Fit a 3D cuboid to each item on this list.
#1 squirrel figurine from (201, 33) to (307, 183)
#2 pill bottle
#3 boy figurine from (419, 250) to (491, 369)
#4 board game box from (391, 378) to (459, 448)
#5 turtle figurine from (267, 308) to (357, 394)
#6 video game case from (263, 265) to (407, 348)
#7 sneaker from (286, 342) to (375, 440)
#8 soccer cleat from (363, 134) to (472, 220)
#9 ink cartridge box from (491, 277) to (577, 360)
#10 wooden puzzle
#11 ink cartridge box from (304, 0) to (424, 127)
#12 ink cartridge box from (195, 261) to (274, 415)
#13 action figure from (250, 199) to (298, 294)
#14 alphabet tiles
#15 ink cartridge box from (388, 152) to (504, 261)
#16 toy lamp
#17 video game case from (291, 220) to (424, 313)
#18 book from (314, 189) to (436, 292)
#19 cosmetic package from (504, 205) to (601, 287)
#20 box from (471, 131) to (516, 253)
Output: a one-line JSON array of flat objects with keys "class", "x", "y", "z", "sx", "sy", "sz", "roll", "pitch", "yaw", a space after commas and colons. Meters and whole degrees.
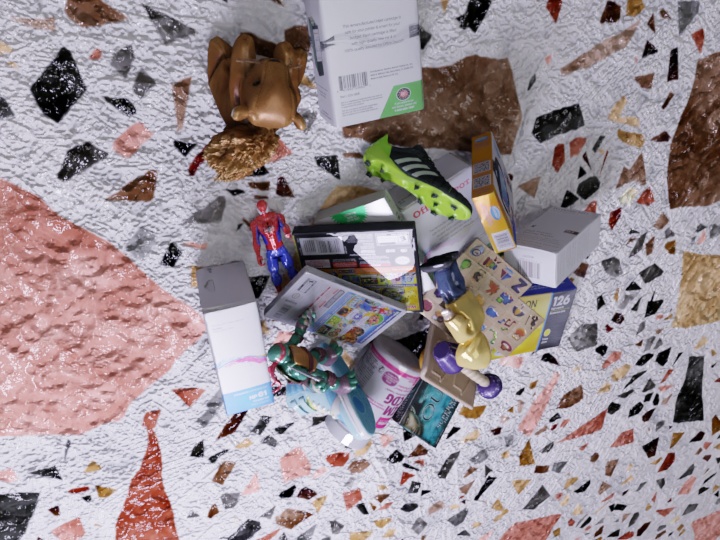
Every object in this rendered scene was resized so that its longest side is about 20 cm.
[{"class": "squirrel figurine", "x": -0.135, "y": -0.209, "z": 0.813, "sx": 0.141, "sy": 0.187, "sz": 0.200, "roll": 7, "pitch": 113, "yaw": -26}, {"class": "pill bottle", "x": 0.024, "y": 0.236, "z": 1.158, "sx": 0.113, "sy": 0.113, "sz": 0.200, "roll": 26, "pitch": 105, "yaw": -31}, {"class": "boy figurine", "x": 0.166, "y": 0.068, "z": 1.002, "sx": 0.064, "sy": 0.124, "sz": 0.200, "roll": -14, "pitch": 104, "yaw": 30}, {"class": "board game box", "x": 0.155, "y": 0.242, "z": 1.219, "sx": 0.135, "sy": 0.028, "sz": 0.200, "roll": 41, "pitch": 73, "yaw": -36}, {"class": "turtle figurine", "x": -0.087, "y": 0.141, "z": 0.978, "sx": 0.101, "sy": 0.150, "sz": 0.200, "roll": -24, "pitch": 150, "yaw": 21}, {"class": "video game case", "x": -0.042, "y": 0.068, "z": 1.019, "sx": 0.200, "sy": 0.018, "sz": 0.143, "roll": 22, "pitch": 135, "yaw": -27}, {"class": "sneaker", "x": -0.062, "y": 0.245, "z": 1.092, "sx": 0.131, "sy": 0.200, "sz": 0.080, "roll": -41, "pitch": 144, "yaw": 12}, {"class": "soccer cleat", "x": 0.097, "y": -0.150, "z": 0.949, "sx": 0.081, "sy": 0.200, "sz": 0.068, "roll": -52, "pitch": 164, "yaw": -21}, {"class": "ink cartridge box", "x": 0.354, "y": 0.079, "z": 1.245, "sx": 0.197, "sy": 0.047, "sz": 0.200, "roll": -6, "pitch": 120, "yaw": -26}, {"class": "wooden puzzle", "x": 0.172, "y": 0.149, "z": 1.160, "sx": 0.200, "sy": 0.046, "sz": 0.186, "roll": 39, "pitch": 55, "yaw": -42}, {"class": "ink cartridge box", "x": 0.006, "y": -0.326, "z": 0.872, "sx": 0.146, "sy": 0.084, "sz": 0.200, "roll": -15, "pitch": 121, "yaw": -15}, {"class": "ink cartridge box", "x": -0.203, "y": 0.106, "z": 0.976, "sx": 0.084, "sy": 0.145, "sz": 0.200, "roll": -13, "pitch": 120, "yaw": -13}, {"class": "action figure", "x": -0.131, "y": -0.015, "z": 0.973, "sx": 0.065, "sy": 0.099, "sz": 0.200, "roll": -17, "pitch": 119, "yaw": -4}, {"class": "alphabet tiles", "x": 0.221, "y": 0.063, "z": 1.067, "sx": 0.200, "sy": 0.008, "sz": 0.167, "roll": 38, "pitch": 107, "yaw": -13}, {"class": "ink cartridge box", "x": 0.151, "y": -0.081, "z": 1.060, "sx": 0.145, "sy": 0.088, "sz": 0.200, "roll": -34, "pitch": 125, "yaw": -3}, {"class": "toy lamp", "x": 0.194, "y": 0.181, "z": 1.102, "sx": 0.058, "sy": 0.058, "sz": 0.200, "roll": -45, "pitch": 134, "yaw": 5}, {"class": "video game case", "x": 0.000, "y": 0.000, "z": 1.010, "sx": 0.199, "sy": 0.026, "sz": 0.181, "roll": -2, "pitch": 129, "yaw": 11}, {"class": "book", "x": 0.030, "y": -0.036, "z": 1.021, "sx": 0.133, "sy": 0.048, "sz": 0.200, "roll": -15, "pitch": 126, "yaw": 28}, {"class": "cosmetic package", "x": 0.354, "y": -0.048, "z": 1.103, "sx": 0.200, "sy": 0.102, "sz": 0.074, "roll": -35, "pitch": 128, "yaw": -41}, {"class": "box", "x": 0.220, "y": -0.139, "z": 0.999, "sx": 0.041, "sy": 0.200, "sz": 0.119, "roll": -14, "pitch": 130, "yaw": 25}]
